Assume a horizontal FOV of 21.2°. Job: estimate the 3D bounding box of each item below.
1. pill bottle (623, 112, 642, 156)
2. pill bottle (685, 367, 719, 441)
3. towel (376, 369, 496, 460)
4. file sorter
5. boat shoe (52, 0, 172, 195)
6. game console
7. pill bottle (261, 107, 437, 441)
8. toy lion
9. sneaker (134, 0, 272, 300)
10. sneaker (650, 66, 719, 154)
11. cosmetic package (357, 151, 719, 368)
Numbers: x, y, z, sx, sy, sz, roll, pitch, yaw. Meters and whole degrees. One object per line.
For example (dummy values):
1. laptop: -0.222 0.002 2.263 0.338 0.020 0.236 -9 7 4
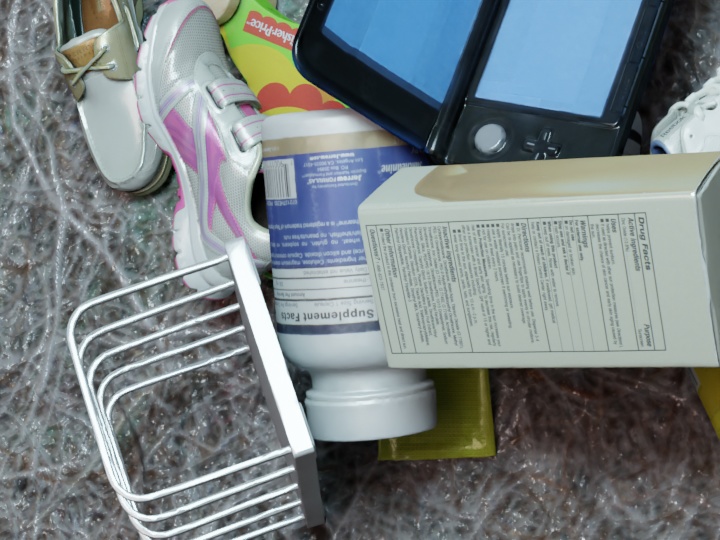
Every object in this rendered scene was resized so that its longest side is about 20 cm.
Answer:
1. pill bottle: 0.118 -0.052 1.200 0.110 0.111 0.202 0 81 26
2. pill bottle: 0.266 0.096 1.100 0.111 0.112 0.201 -30 70 19
3. towel: 0.039 0.023 1.251 0.085 0.018 0.202 -4 93 26
4. file sorter: -0.102 0.093 1.214 0.123 0.200 0.140 -18 71 -6
5. boat shoe: -0.189 -0.152 1.393 0.074 0.068 0.202 -22 72 21
6. game console: 0.083 -0.167 1.124 0.169 0.118 0.202 12 72 30
7. pill bottle: 0.000 0.000 1.197 0.110 0.111 0.202 -3 94 26
8. toy lion: -0.059 -0.097 1.330 0.199 0.068 0.193 26 100 28
9. sneaker: -0.084 -0.086 1.275 0.088 0.081 0.202 -11 96 31
10. sneaker: 0.225 -0.084 1.152 0.202 0.087 0.074 -65 20 -6
11. cosmetic package: 0.107 -0.005 1.073 0.198 0.071 0.106 0 112 25
